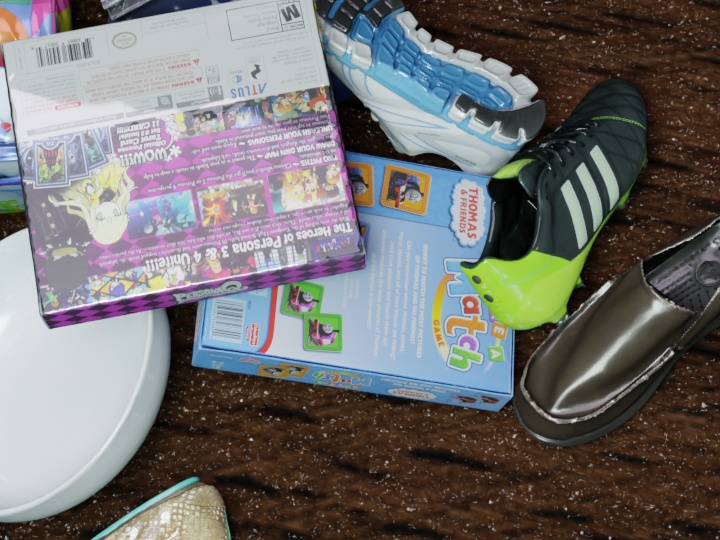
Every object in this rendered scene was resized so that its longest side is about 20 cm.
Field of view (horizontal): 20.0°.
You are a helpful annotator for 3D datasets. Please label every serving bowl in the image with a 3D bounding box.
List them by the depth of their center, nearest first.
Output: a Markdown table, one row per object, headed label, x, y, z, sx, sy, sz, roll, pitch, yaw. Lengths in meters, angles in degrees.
| label | x | y | z | sx | sy | sz | roll | pitch | yaw |
| --- | --- | --- | --- | --- | --- | --- | --- | --- | --- |
| serving bowl | -0.198 | 0.072 | 1.307 | 0.199 | 0.066 | 0.201 | -15 | 57 | 25 |

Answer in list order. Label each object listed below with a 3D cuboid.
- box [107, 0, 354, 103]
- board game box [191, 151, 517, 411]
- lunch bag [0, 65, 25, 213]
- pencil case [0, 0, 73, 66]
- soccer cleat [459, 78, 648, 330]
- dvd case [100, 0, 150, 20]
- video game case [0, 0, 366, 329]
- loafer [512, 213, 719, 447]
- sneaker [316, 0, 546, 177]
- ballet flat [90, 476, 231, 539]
| label | x | y | z | sx | sy | sz | roll | pitch | yaw |
| --- | --- | --- | --- | --- | --- | --- | --- | --- | --- |
| box | -0.083 | -0.145 | 1.368 | 0.199 | 0.032 | 0.121 | -28 | 68 | -27 |
| board game box | 0.000 | 0.000 | 1.282 | 0.198 | 0.037 | 0.152 | 9 | 65 | -10 |
| lunch bag | -0.278 | -0.087 | 1.358 | 0.198 | 0.161 | 0.083 | -1 | 80 | 10 |
| pencil case | -0.295 | -0.160 | 1.423 | 0.198 | 0.089 | 0.089 | 1 | 64 | 1 |
| soccer cleat | 0.125 | -0.055 | 1.283 | 0.067 | 0.081 | 0.201 | -8 | 45 | 46 |
| dvd case | -0.122 | -0.238 | 1.414 | 0.148 | 0.016 | 0.200 | -29 | 25 | -2 |
| video game case | -0.109 | -0.071 | 1.244 | 0.198 | 0.036 | 0.183 | -11 | 71 | -3 |
| loafer | 0.171 | 0.026 | 1.254 | 0.200 | 0.071 | 0.073 | -41 | 63 | -8 |
| sneaker | 0.019 | -0.121 | 1.335 | 0.199 | 0.087 | 0.075 | 35 | 50 | 5 |
| ballet flat | -0.166 | 0.201 | 1.254 | 0.199 | 0.071 | 0.066 | -30 | 76 | 1 |
